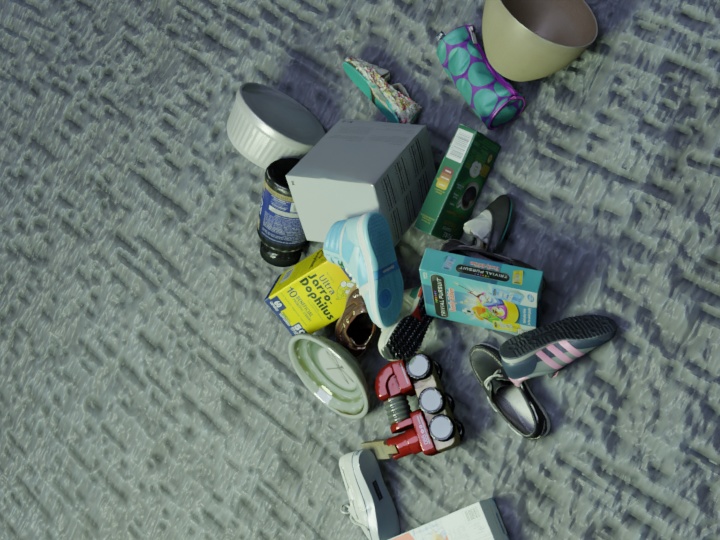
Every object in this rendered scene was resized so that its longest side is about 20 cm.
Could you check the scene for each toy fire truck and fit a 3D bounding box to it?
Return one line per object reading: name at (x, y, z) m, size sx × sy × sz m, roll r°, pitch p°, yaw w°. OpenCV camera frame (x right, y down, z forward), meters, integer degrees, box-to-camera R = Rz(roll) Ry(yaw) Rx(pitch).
toy fire truck at (0.070, 0.262, 1.660) m, size 0.199 × 0.129 × 0.177 m, roll -24°, pitch 71°, yaw 11°

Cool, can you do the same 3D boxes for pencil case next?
pencil case at (0.216, -0.354, 1.671) m, size 0.201 × 0.085 × 0.093 m, roll 60°, pitch 141°, yaw 22°

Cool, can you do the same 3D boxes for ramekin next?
ramekin at (-0.175, -0.278, 1.835) m, size 0.203 × 0.202 × 0.094 m, roll 51°, pitch 120°, yaw 26°

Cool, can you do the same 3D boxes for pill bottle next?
pill bottle at (-0.143, -0.108, 1.794) m, size 0.112 × 0.111 × 0.201 m, roll 41°, pitch 136°, yaw 28°

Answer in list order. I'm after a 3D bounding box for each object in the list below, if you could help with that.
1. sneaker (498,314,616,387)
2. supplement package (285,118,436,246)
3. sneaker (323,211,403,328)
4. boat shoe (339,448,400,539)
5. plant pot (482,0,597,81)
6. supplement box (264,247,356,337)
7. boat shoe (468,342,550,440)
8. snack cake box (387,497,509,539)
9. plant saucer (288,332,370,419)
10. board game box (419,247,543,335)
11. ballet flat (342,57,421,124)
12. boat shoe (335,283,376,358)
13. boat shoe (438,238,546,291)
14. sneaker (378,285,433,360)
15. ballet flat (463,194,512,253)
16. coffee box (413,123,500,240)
sneaker at (0.334, 0.135, 1.542) m, size 0.198 × 0.083 × 0.070 m, roll -16°, pitch 31°, yaw 5°
supplement package at (0.008, -0.159, 1.678) m, size 0.190 × 0.148 × 0.200 m, roll 10°, pitch 43°, yaw 32°
sneaker at (0.000, 0.000, 1.596) m, size 0.130 × 0.079 × 0.202 m, roll -1°, pitch 100°, yaw 43°
boat shoe at (0.004, 0.431, 1.684) m, size 0.086 × 0.074 × 0.204 m, roll -19°, pitch 92°, yaw 38°
plant pot at (0.288, -0.409, 1.594) m, size 0.201 × 0.199 × 0.135 m, roll 61°, pitch 143°, yaw 22°
supplement box at (-0.065, 0.028, 1.747) m, size 0.199 × 0.110 × 0.109 m, roll -32°, pitch 106°, yaw 23°
boat shoe at (0.248, 0.207, 1.588) m, size 0.074 × 0.060 × 0.201 m, roll -42°, pitch 65°, yaw 20°
snack cake box at (0.157, 0.487, 1.599) m, size 0.199 × 0.067 × 0.116 m, roll -29°, pitch 71°, yaw 24°
plant saucer at (-0.049, 0.188, 1.730) m, size 0.199 × 0.201 × 0.050 m, roll 28°, pitch 53°, yaw 30°
board game box at (0.205, 0.041, 1.558) m, size 0.198 × 0.151 × 0.047 m, roll 12°, pitch 60°, yaw 17°
ballet flat at (0.045, -0.352, 1.793) m, size 0.064 × 0.076 × 0.200 m, roll -34°, pitch 68°, yaw -12°
boat shoe at (-0.007, 0.108, 1.688) m, size 0.070 × 0.201 × 0.071 m, roll -1°, pitch 51°, yaw -7°
boat shoe at (0.227, 0.003, 1.581) m, size 0.198 × 0.057 × 0.067 m, roll 21°, pitch 102°, yaw -1°
sneaker at (0.066, 0.098, 1.656) m, size 0.093 × 0.200 × 0.071 m, roll -12°, pitch 117°, yaw 36°
ballet flat at (0.212, -0.044, 1.632) m, size 0.068 × 0.068 × 0.202 m, roll 18°, pitch 92°, yaw 64°
coffee box at (0.174, -0.151, 1.647) m, size 0.044 × 0.123 × 0.201 m, roll 27°, pitch 98°, yaw 29°
